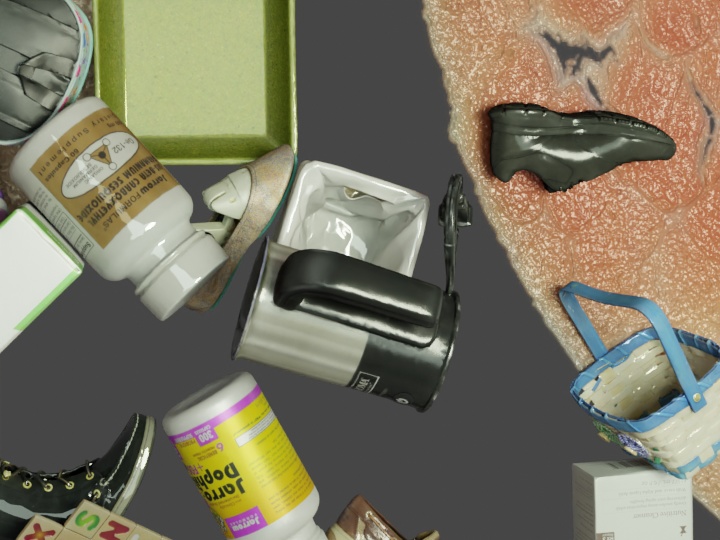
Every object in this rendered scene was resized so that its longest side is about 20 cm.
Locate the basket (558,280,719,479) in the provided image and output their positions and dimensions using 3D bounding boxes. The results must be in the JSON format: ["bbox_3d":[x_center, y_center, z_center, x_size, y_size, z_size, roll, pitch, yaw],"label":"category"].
[{"bbox_3d":[0.290,0.104,1.389,0.139,0.176,0.201,-31,106,-13],"label":"basket"}]

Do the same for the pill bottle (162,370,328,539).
[{"bbox_3d":[-0.109,0.210,1.376,0.104,0.104,0.201,-30,97,-5],"label":"pill bottle"}]

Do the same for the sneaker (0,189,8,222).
[{"bbox_3d":[-0.440,-0.090,1.331,0.199,0.081,0.089,-1,75,1],"label":"sneaker"}]

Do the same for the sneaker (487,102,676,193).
[{"bbox_3d":[0.227,-0.124,1.425,0.199,0.076,0.091,5,103,-1],"label":"sneaker"}]

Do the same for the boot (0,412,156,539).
[{"bbox_3d":[-0.308,0.209,1.361,0.153,0.073,0.204,29,93,-14],"label":"boot"}]

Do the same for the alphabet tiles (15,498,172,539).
[{"bbox_3d":[-0.271,0.316,1.359,0.200,0.006,0.167,35,96,-36],"label":"alphabet tiles"}]

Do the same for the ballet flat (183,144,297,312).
[{"bbox_3d":[-0.134,-0.044,1.347,0.067,0.068,0.200,19,111,-33],"label":"ballet flat"}]

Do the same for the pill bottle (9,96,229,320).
[{"bbox_3d":[-0.222,-0.055,1.285,0.114,0.114,0.200,-43,90,-3],"label":"pill bottle"}]

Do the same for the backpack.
[{"bbox_3d":[-0.357,-0.211,1.293,0.199,0.151,0.178,24,92,-2],"label":"backpack"}]

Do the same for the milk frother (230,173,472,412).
[{"bbox_3d":[0.000,0.000,1.253,0.187,0.181,0.201,17,49,-9],"label":"milk frother"}]

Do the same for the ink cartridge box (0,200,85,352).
[{"bbox_3d":[-0.336,0.014,1.286,0.145,0.200,0.084,-45,100,-3],"label":"ink cartridge box"}]

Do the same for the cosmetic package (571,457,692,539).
[{"bbox_3d":[0.287,0.304,1.448,0.112,0.081,0.201,-5,93,-9],"label":"cosmetic package"}]

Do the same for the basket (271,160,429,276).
[{"bbox_3d":[-0.027,0.001,1.365,0.135,0.123,0.201,16,92,-9],"label":"basket"}]

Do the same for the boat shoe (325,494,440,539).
[{"bbox_3d":[0.062,0.303,1.425,0.200,0.072,0.072,34,88,-4],"label":"boat shoe"}]

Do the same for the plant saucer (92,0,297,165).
[{"bbox_3d":[-0.165,-0.206,1.371,0.199,0.048,0.201,-1,94,-7],"label":"plant saucer"}]
